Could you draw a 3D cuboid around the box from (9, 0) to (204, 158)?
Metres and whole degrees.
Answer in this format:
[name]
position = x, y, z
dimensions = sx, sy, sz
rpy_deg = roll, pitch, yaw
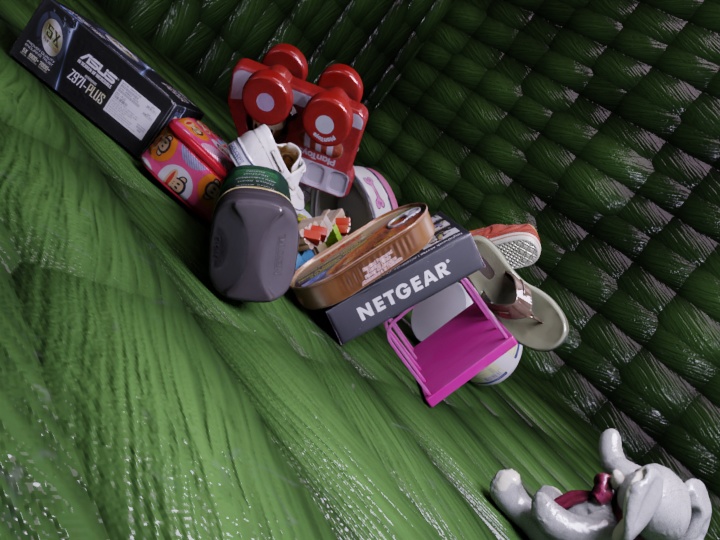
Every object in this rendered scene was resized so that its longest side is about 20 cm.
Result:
[box]
position = -0.326, -0.247, 0.824
dimensions = 0.199, 0.087, 0.164
rpy_deg = 39, 6, -7

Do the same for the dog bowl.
[dog bowl]
position = -0.007, -0.086, 1.059
dimensions = 0.072, 0.204, 0.200
rpy_deg = -16, 44, -33

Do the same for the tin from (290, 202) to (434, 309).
[tin]
position = 0.003, -0.019, 0.759
dimensions = 0.043, 0.197, 0.112
rpy_deg = 62, -12, -22

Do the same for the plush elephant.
[plush elephant]
position = 0.255, 0.240, 0.619
dimensions = 0.163, 0.156, 0.200
rpy_deg = 33, 9, -38

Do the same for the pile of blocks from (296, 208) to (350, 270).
[pile of blocks]
position = -0.060, -0.036, 0.843
dimensions = 0.199, 0.061, 0.085
rpy_deg = -23, 103, -57

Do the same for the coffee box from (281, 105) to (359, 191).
[coffee box]
position = -0.106, -0.190, 0.995
dimensions = 0.114, 0.080, 0.198
rpy_deg = 54, -35, -11

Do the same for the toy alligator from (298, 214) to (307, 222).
[toy alligator]
position = -0.075, -0.019, 0.933
dimensions = 0.053, 0.060, 0.200
rpy_deg = -15, -50, 42

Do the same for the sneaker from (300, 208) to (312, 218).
[sneaker]
position = -0.144, -0.114, 0.970
dimensions = 0.198, 0.073, 0.072
rpy_deg = 37, 33, -16

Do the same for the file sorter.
[file sorter]
position = 0.106, 0.066, 0.867
dimensions = 0.127, 0.138, 0.200
rpy_deg = 53, 5, -10

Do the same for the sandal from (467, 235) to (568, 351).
[sandal]
position = 0.205, 0.036, 0.871
dimensions = 0.201, 0.080, 0.057
rpy_deg = 47, 21, 19

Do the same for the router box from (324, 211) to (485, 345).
[router box]
position = 0.044, 0.003, 0.787
dimensions = 0.052, 0.196, 0.149
rpy_deg = 61, 1, -16

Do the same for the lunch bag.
[lunch bag]
position = -0.187, -0.116, 0.817
dimensions = 0.176, 0.082, 0.200
rpy_deg = 43, 7, -11

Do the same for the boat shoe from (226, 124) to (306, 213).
[boat shoe]
position = -0.102, -0.131, 0.802
dimensions = 0.072, 0.069, 0.200
rpy_deg = 57, 5, 20

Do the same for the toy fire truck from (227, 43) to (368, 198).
[toy fire truck]
position = -0.089, -0.197, 0.845
dimensions = 0.195, 0.171, 0.114
rpy_deg = 18, 40, -4

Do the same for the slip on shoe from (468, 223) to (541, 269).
[slip on shoe]
position = 0.183, -0.033, 0.954
dimensions = 0.075, 0.195, 0.062
rpy_deg = 66, 34, -26

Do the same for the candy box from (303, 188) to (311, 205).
[candy box]
position = -0.110, -0.192, 1.162
dimensions = 0.055, 0.201, 0.116
rpy_deg = 34, 8, -34

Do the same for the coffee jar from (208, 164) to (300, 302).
[coffee jar]
position = -0.110, -0.043, 0.634
dimensions = 0.083, 0.108, 0.200
rpy_deg = 6, 15, -12

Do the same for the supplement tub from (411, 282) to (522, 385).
[supplement tub]
position = 0.198, 0.115, 1.144
dimensions = 0.198, 0.146, 0.145
rpy_deg = 34, 8, -40
